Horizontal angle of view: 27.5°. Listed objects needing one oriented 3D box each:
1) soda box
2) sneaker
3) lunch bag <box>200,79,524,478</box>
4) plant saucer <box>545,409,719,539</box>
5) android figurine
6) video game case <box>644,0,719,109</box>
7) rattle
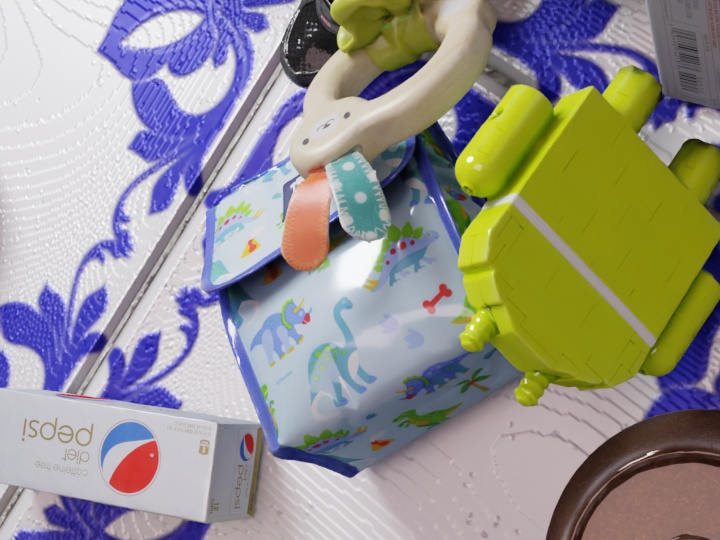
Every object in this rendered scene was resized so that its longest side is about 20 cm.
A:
[{"bbox_3d":[-0.169,0.126,1.019,0.200,0.064,0.068,5,87,28],"label":"soda box"},{"bbox_3d":[0.010,-0.200,0.953,0.200,0.095,0.079,-45,69,16],"label":"sneaker"},{"bbox_3d":[0.000,0.000,0.922,0.170,0.127,0.200,-31,61,17],"label":"lunch bag"},{"bbox_3d":[0.195,0.179,0.848,0.200,0.034,0.201,-4,81,26],"label":"plant saucer"},{"bbox_3d":[0.129,-0.016,0.832,0.200,0.182,0.041,-54,18,-22],"label":"android figurine"},{"bbox_3d":[0.236,-0.137,0.779,0.182,0.200,0.023,19,67,27],"label":"video game case"},{"bbox_3d":[-0.013,-0.120,0.844,0.130,0.143,0.200,16,55,35],"label":"rattle"}]
